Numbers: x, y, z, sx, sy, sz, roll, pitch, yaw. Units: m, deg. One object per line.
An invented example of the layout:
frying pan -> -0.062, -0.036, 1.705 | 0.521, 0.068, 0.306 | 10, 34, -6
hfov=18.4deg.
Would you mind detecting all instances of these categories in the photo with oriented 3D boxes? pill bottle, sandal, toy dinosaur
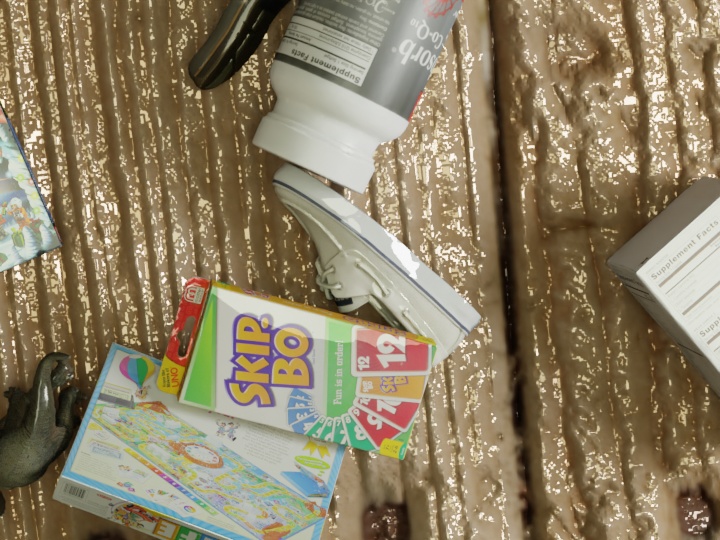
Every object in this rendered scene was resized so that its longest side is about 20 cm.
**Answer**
pill bottle -> 0.000, -0.168, 1.691 | 0.116, 0.116, 0.200 | 24, 91, -8
sandal -> -0.075, -0.229, 1.708 | 0.055, 0.082, 0.200 | 38, 96, 14
toy dinosaur -> -0.248, 0.127, 1.672 | 0.077, 0.200, 0.102 | 35, 51, -18

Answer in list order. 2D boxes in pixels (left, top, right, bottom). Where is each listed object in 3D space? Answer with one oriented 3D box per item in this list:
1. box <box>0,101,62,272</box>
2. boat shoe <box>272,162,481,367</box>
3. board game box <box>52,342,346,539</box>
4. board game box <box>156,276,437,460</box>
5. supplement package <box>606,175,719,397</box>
box -> -0.345, -0.042, 1.693 | 0.200, 0.040, 0.137 | -24, 95, -5
boat shoe -> 0.000, 0.000, 1.729 | 0.200, 0.071, 0.070 | 41, 85, -15
board game box -> -0.119, 0.148, 1.692 | 0.200, 0.034, 0.135 | 22, 49, -5
board game box -> -0.049, 0.074, 1.699 | 0.199, 0.030, 0.096 | 15, 99, -8
supplement package -> 0.306, 0.036, 1.745 | 0.109, 0.114, 0.200 | -41, 98, -2
